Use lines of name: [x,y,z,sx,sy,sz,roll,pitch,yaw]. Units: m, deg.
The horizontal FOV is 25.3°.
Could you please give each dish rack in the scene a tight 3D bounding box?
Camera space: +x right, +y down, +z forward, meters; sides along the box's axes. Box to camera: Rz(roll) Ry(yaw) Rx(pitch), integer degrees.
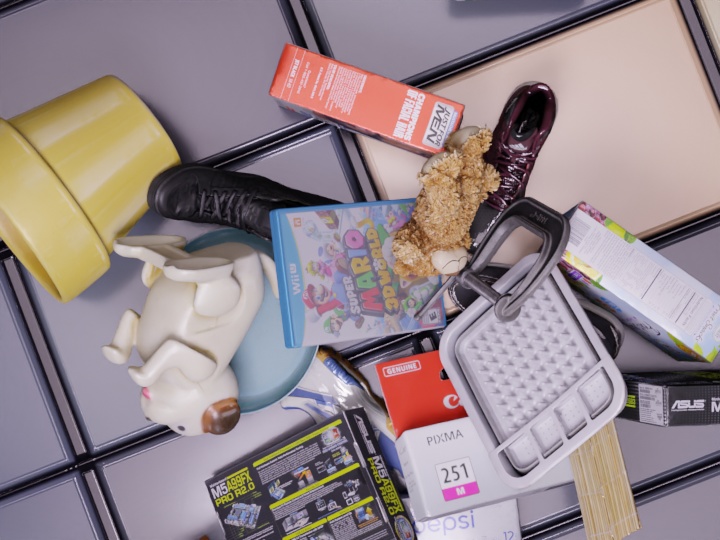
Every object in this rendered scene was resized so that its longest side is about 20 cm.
dish rack: [0.179,0.102,1.623,0.172,0.043,0.201,-44,56,27]

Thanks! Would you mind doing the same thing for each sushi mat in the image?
sushi mat: [0.236,0.177,1.626,0.012,0.096,0.201,-3,71,-28]

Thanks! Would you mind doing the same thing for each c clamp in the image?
c clamp: [0.142,0.002,1.629,0.027,0.200,0.171,36,87,-19]

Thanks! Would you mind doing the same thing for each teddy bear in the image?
teddy bear: [0.090,-0.061,1.635,0.067,0.145,0.201,30,124,15]

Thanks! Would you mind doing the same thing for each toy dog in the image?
toy dog: [-0.175,0.071,1.657,0.139,0.193,0.201,19,108,39]

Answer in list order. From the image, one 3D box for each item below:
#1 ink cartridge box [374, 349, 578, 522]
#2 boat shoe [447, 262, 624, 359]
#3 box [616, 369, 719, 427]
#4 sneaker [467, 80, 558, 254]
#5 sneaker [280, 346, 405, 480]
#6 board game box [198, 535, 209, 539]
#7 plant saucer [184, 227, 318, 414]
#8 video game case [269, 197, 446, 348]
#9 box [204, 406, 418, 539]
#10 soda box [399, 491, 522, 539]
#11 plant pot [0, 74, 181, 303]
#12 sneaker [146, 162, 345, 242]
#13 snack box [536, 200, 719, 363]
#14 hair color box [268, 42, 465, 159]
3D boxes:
ink cartridge box: [0.132,0.156,1.682,0.199,0.044,0.174,-12,75,-17]
boat shoe: [0.180,0.051,1.702,0.199,0.060,0.074,25,116,13]
box: [0.348,0.127,1.620,0.192,0.200,0.048,-3,91,-16]
sneaker: [0.152,-0.113,1.696,0.075,0.116,0.201,21,89,2]
sneaker: [0.001,0.176,1.725,0.200,0.075,0.088,44,98,11]
board game box: [-0.192,0.425,1.655,0.200,0.200,0.200,-36,88,0]
plant saucer: [-0.132,0.054,1.728,0.199,0.027,0.201,0,89,17]
video game case: [0.000,0.000,1.693,0.199,0.018,0.144,-6,89,-34]
box: [-0.053,0.255,1.680,0.200,0.044,0.161,-30,77,27]
soda box: [0.071,0.271,1.718,0.199,0.063,0.069,-7,88,2]
plant pot: [-0.298,-0.100,1.682,0.189,0.201,0.201,-38,88,-13]
sneaker: [-0.116,-0.068,1.683,0.104,0.199,0.060,30,112,43]
snack box: [0.283,0.015,1.663,0.200,0.169,0.068,34,88,3]
hair color box: [0.008,-0.175,1.705,0.199,0.111,0.064,19,91,3]
